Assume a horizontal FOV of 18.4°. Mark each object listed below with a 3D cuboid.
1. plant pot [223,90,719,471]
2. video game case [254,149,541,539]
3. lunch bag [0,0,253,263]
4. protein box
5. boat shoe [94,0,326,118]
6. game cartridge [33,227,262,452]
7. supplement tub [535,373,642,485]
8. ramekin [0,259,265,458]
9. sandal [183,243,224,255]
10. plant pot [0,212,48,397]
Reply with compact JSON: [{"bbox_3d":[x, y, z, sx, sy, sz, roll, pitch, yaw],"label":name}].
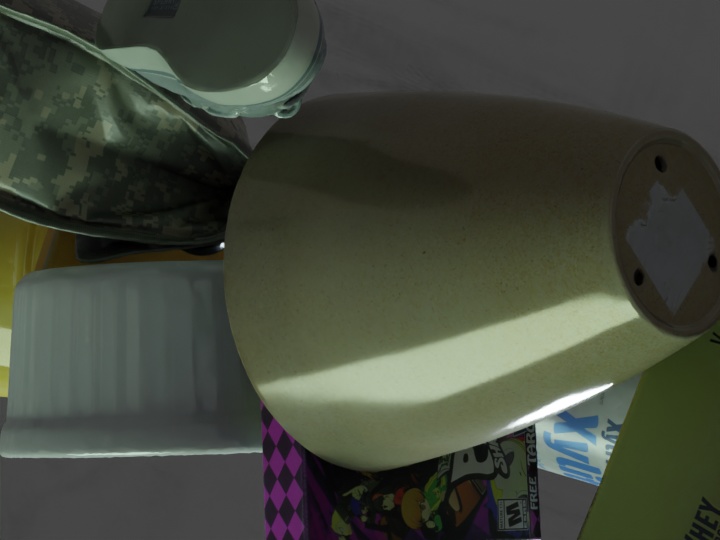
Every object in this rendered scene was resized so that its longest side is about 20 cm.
[{"bbox_3d":[0.070,-0.004,1.038,0.199,0.189,0.187,-8,152,45],"label":"plant pot"},{"bbox_3d":[0.021,0.043,1.150,0.036,0.202,0.180,-9,169,44],"label":"video game case"},{"bbox_3d":[-0.144,-0.076,1.189,0.199,0.118,0.164,23,-171,-12],"label":"lunch bag"},{"bbox_3d":[0.236,0.097,1.069,0.199,0.200,0.135,19,169,20],"label":"protein box"},{"bbox_3d":[-0.056,-0.106,1.039,0.071,0.071,0.200,27,177,-30],"label":"boat shoe"},{"bbox_3d":[-0.108,-0.007,1.367,0.176,0.201,0.032,30,132,-18],"label":"game cartridge"},{"bbox_3d":[0.158,0.061,1.262,0.199,0.133,0.132,15,169,26],"label":"supplement tub"},{"bbox_3d":[-0.095,0.048,1.193,0.198,0.099,0.200,-2,178,0],"label":"ramekin"},{"bbox_3d":[-0.146,-0.082,1.313,0.199,0.075,0.045,34,167,25],"label":"sandal"},{"bbox_3d":[-0.191,-0.001,1.647,0.187,0.203,0.201,5,168,10],"label":"plant pot"}]
